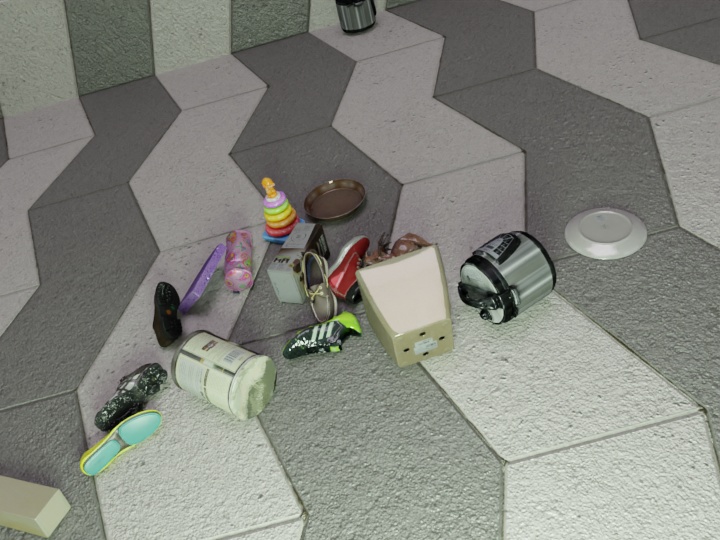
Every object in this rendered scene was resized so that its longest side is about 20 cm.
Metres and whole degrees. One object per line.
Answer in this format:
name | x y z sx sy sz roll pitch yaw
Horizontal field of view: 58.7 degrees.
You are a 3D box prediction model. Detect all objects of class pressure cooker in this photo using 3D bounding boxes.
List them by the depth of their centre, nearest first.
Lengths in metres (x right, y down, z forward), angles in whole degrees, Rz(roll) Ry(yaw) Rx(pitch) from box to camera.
pressure cooker | 0.324 0.025 1.463 0.198 0.177 0.179 -30 66 -15
pressure cooker | -0.026 -1.226 2.963 0.174 0.202 0.179 12 47 30

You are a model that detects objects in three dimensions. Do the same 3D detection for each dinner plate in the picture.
dinner plate | 0.622 -0.103 1.626 0.197 0.024 0.202 -9 40 8

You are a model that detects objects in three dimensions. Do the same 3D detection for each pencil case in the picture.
pencil case | -0.344 -0.029 1.821 0.086 0.088 0.201 -15 41 2

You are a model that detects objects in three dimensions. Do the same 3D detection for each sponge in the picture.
sponge | -0.439 0.021 1.783 0.111 0.030 0.201 -41 21 42

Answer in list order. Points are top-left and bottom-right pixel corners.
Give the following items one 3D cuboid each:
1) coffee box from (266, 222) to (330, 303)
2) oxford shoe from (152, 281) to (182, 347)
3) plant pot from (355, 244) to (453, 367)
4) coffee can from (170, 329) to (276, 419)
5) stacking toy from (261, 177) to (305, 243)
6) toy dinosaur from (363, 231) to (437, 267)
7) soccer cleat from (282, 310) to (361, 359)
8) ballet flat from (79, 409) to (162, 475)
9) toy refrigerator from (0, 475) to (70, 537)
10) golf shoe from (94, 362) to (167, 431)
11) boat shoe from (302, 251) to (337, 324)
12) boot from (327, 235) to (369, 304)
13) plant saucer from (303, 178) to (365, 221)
coffee box | -0.163 -0.023 1.726 0.079 0.114 0.201 5 45 23
oxford shoe | -0.528 0.116 1.706 0.084 0.072 0.202 -45 42 30
plant pot | 0.118 0.096 1.449 0.197 0.201 0.178 -18 51 -2
coffee can | -0.311 0.235 1.458 0.198 0.148 0.147 16 50 32
stacking toy | -0.248 -0.189 1.873 0.115 0.202 0.110 8 45 27
toy dinosaur | 0.112 -0.058 1.664 0.135 0.087 0.199 36 46 29
soccer cleat | -0.091 0.167 1.529 0.198 0.068 0.081 -26 54 -12
ballet flat | -0.543 0.377 1.444 0.199 0.067 0.067 -38 24 -21
toy refrigerator | -0.724 0.499 1.359 0.197 0.071 0.076 3 37 20
golf shoe | -0.556 0.302 1.534 0.094 0.078 0.200 5 40 49
boat shoe | -0.108 0.046 1.620 0.071 0.059 0.203 -20 63 20
boot | 0.000 0.000 1.682 0.143 0.073 0.201 18 59 33
plant saucer | -0.078 -0.212 1.973 0.197 0.035 0.202 -9 41 8
